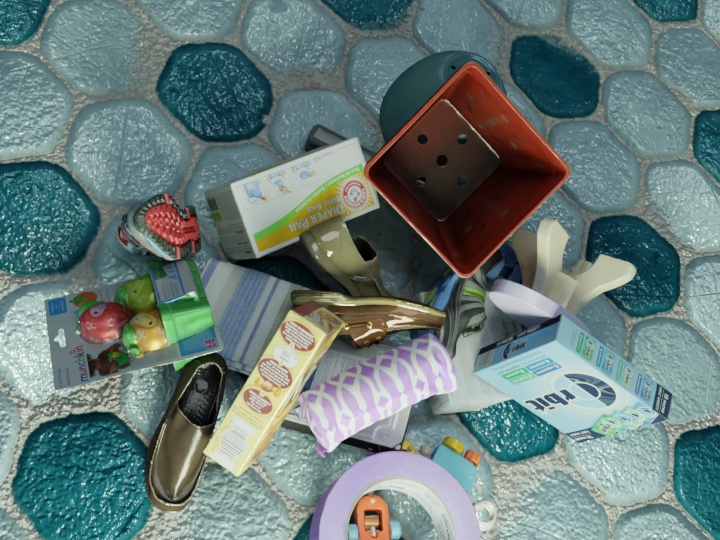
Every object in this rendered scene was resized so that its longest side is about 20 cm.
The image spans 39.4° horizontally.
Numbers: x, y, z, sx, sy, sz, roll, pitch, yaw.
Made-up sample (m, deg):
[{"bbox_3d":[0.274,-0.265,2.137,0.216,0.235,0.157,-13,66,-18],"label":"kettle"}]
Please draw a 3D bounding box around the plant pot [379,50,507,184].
[{"bbox_3d":[0.143,-0.249,1.509,0.198,0.135,0.202,7,65,-15],"label":"plant pot"}]

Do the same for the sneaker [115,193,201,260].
[{"bbox_3d":[-0.264,-0.043,1.260,0.094,0.200,0.080,-11,85,5],"label":"sneaker"}]

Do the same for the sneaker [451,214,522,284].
[{"bbox_3d":[0.208,-0.015,1.461,0.199,0.074,0.082,39,55,12],"label":"sneaker"}]

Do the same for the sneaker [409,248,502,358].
[{"bbox_3d":[0.138,0.043,1.363,0.083,0.071,0.200,44,56,-12],"label":"sneaker"}]

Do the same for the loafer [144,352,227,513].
[{"bbox_3d":[-0.211,0.191,1.213,0.072,0.071,0.202,15,80,-11],"label":"loafer"}]

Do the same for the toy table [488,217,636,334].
[{"bbox_3d":[0.263,0.019,1.346,0.183,0.200,0.118,23,80,28],"label":"toy table"}]

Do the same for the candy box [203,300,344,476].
[{"bbox_3d":[-0.100,0.136,1.197,0.055,0.115,0.201,33,99,6],"label":"candy box"}]

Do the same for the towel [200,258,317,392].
[{"bbox_3d":[-0.136,0.071,1.307,0.198,0.024,0.148,17,60,8],"label":"towel"}]

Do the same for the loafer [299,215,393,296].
[{"bbox_3d":[0.000,0.000,1.333,0.067,0.200,0.076,-41,43,6],"label":"loafer"}]

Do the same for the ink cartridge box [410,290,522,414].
[{"bbox_3d":[0.169,0.111,1.417,0.198,0.057,0.164,2,65,-38],"label":"ink cartridge box"}]

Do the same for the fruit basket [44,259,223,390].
[{"bbox_3d":[-0.280,0.058,1.223,0.198,0.095,0.186,-9,36,-15],"label":"fruit basket"}]

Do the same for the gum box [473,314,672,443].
[{"bbox_3d":[0.278,0.149,1.329,0.199,0.170,0.045,34,57,-18],"label":"gum box"}]

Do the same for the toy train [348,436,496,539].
[{"bbox_3d":[0.068,0.291,1.290,0.198,0.056,0.152,-4,69,-16],"label":"toy train"}]

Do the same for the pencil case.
[{"bbox_3d":[0.022,0.152,1.225,0.198,0.084,0.086,-25,112,-10],"label":"pencil case"}]

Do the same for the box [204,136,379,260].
[{"bbox_3d":[-0.091,-0.097,1.361,0.199,0.112,0.102,-24,100,-26],"label":"box"}]

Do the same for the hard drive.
[{"bbox_3d":[-0.027,0.148,1.296,0.198,0.038,0.141,14,62,8],"label":"hard drive"}]

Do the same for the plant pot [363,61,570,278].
[{"bbox_3d":[0.126,-0.142,1.360,0.200,0.176,0.200,-45,103,3],"label":"plant pot"}]

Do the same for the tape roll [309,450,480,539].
[{"bbox_3d":[0.041,0.322,1.203,0.198,0.066,0.202,5,66,-12],"label":"tape roll"}]

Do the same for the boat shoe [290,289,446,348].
[{"bbox_3d":[0.008,0.065,1.273,0.198,0.072,0.068,5,88,2],"label":"boat shoe"}]

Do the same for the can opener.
[{"bbox_3d":[0.017,-0.163,1.475,0.198,0.053,0.067,22,71,-5],"label":"can opener"}]
